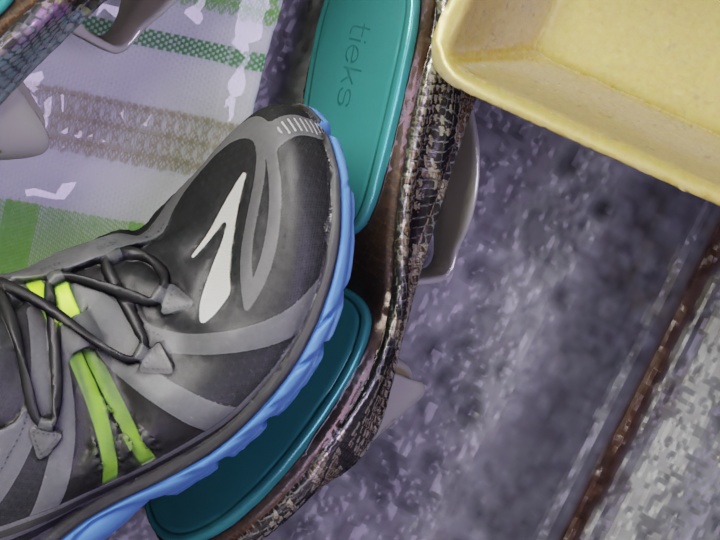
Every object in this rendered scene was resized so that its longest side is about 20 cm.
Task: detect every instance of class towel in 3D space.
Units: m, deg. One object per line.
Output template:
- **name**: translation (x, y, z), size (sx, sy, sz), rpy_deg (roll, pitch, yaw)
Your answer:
- **towel**: translation (-0.093, -0.081, 0.834), size (0.149, 0.031, 0.201), rpy_deg (12, 98, -28)

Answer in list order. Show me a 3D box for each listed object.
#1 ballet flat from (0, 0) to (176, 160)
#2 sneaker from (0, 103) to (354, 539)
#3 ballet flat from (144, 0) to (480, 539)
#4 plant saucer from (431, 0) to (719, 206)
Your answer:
- **ballet flat**: translation (-0.090, -0.077, 0.788), size (0.200, 0.069, 0.071), rpy_deg (-42, 137, -11)
- **sneaker**: translation (-0.082, 0.027, 0.809), size (0.200, 0.071, 0.083), rpy_deg (-41, 132, 5)
- **ballet flat**: translation (0.000, 0.000, 0.882), size (0.075, 0.068, 0.200), rpy_deg (19, 90, -50)
- **plant saucer**: translation (0.147, -0.103, 0.864), size (0.200, 0.048, 0.200), rpy_deg (24, 81, 3)
